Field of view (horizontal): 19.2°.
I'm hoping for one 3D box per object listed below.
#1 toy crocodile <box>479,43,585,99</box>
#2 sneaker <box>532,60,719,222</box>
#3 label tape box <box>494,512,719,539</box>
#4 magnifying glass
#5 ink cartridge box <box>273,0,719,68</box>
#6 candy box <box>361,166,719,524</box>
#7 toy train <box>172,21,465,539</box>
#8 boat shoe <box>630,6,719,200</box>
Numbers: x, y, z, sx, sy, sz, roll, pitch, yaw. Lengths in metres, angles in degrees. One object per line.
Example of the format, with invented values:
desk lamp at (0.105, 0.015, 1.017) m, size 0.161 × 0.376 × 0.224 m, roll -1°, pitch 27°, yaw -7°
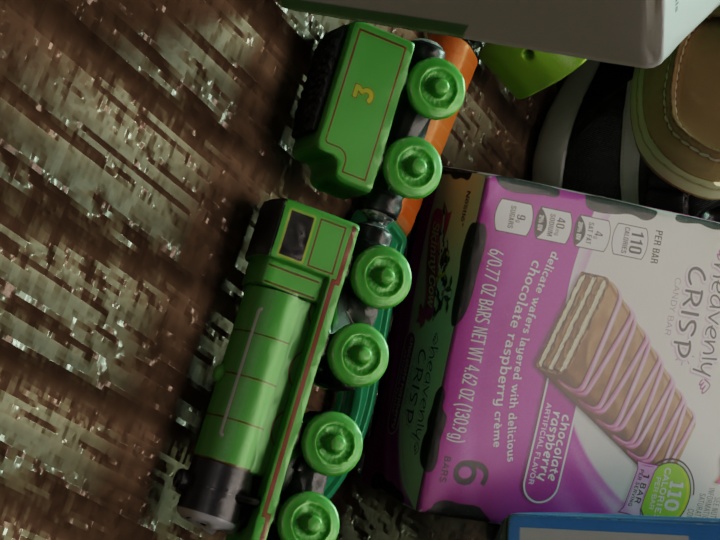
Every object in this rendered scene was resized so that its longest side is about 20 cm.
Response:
toy crocodile at (0.113, -0.150, 0.914) m, size 0.062 × 0.067 × 0.200 m, roll -39°, pitch -161°, yaw 55°
sneaker at (0.164, -0.103, 0.974) m, size 0.200 × 0.112 × 0.073 m, roll -68°, pitch 155°, yaw -14°
label tape box at (0.120, 0.154, 0.887) m, size 0.200 × 0.144 × 0.063 m, roll 97°, pitch -4°, yaw -70°
magnifying glass at (0.000, 0.000, 0.813) m, size 0.200 × 0.022 × 0.080 m, roll -66°, pitch 151°, yaw -17°
ink cartridge box at (0.077, -0.155, 0.752) m, size 0.200 × 0.146 × 0.083 m, roll -43°, pitch 137°, yaw -49°
candy box at (0.112, 0.041, 0.879) m, size 0.200 × 0.061 × 0.137 m, roll 10°, pitch 93°, yaw -25°
toy train at (-0.015, 0.007, 0.745) m, size 0.056 × 0.042 × 0.200 m, roll 21°, pitch 78°, yaw -18°
boat shoe at (0.172, -0.118, 0.903) m, size 0.200 × 0.074 × 0.066 m, roll -63°, pitch -179°, yaw -33°
